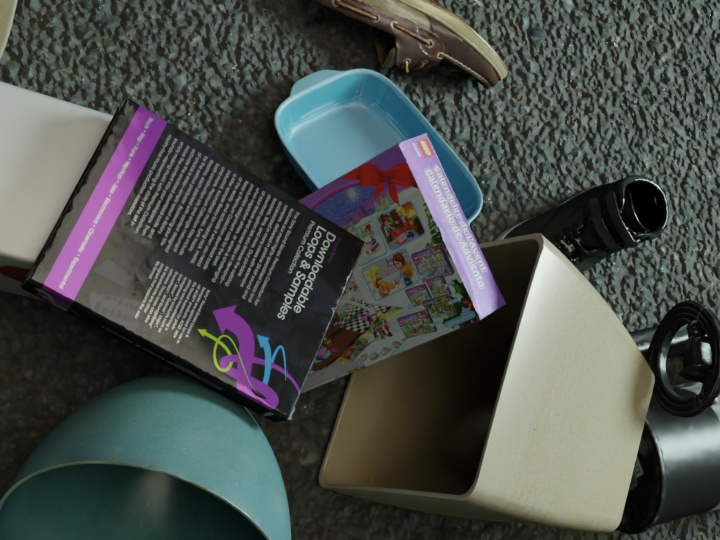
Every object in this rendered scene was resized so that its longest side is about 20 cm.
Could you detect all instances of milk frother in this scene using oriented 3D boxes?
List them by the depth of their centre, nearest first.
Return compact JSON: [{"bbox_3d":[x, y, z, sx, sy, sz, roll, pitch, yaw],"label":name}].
[{"bbox_3d":[0.310,0.117,1.017,0.187,0.200,0.182,-7,81,-25],"label":"milk frother"}]

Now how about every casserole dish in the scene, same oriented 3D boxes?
[{"bbox_3d":[0.012,-0.082,0.987,0.121,0.039,0.200,-29,68,-25],"label":"casserole dish"}]

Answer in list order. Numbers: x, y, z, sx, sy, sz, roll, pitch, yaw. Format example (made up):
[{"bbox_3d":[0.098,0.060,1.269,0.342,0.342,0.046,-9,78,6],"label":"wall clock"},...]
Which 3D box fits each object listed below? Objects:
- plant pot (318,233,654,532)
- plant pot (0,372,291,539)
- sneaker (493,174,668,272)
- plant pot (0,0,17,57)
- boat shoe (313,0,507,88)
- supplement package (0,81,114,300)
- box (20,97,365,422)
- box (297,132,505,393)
[{"bbox_3d":[0.115,0.109,0.948,0.176,0.199,0.202,28,69,-29],"label":"plant pot"},{"bbox_3d":[-0.136,0.151,0.839,0.199,0.200,0.135,30,39,-15],"label":"plant pot"},{"bbox_3d":[0.188,-0.027,1.049,0.199,0.099,0.071,-33,95,-24],"label":"sneaker"},{"bbox_3d":[-0.348,-0.247,0.834,0.198,0.187,0.189,10,75,-7],"label":"plant pot"},{"bbox_3d":[0.039,-0.208,1.049,0.199,0.072,0.072,30,99,-26],"label":"boat shoe"},{"bbox_3d":[-0.236,-0.051,0.857,0.198,0.121,0.121,15,73,-19],"label":"supplement package"},{"bbox_3d":[-0.108,-0.004,0.818,0.199,0.036,0.144,30,68,-15],"label":"box"},{"bbox_3d":[0.000,0.000,0.908,0.039,0.199,0.138,-25,90,-48],"label":"box"}]
